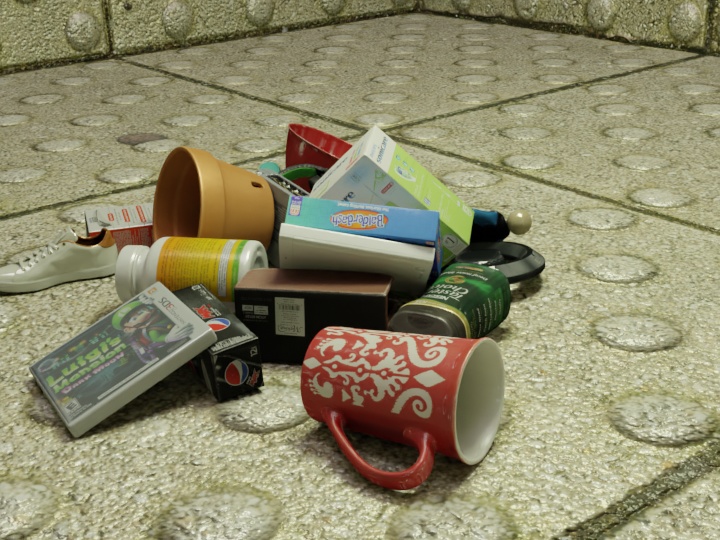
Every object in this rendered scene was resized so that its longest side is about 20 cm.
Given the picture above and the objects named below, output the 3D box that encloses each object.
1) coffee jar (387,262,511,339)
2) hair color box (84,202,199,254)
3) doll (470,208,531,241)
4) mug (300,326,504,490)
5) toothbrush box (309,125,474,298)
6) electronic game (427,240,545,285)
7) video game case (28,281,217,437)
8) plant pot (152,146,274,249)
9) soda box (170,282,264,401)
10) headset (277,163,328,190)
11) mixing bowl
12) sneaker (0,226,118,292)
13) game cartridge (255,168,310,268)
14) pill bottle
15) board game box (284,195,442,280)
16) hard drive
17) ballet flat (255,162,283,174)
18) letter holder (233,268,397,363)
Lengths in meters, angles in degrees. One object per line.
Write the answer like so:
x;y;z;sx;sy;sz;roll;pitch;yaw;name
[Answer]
0.116;0.062;1.383;0.103;0.087;0.200;9;25;26;coffee jar
-0.351;-0.066;1.767;0.197;0.065;0.111;-7;23;-16;hair color box
0.173;-0.070;1.688;0.197;0.049;0.136;-1;-22;24;doll
0.033;0.133;1.155;0.198;0.135;0.177;7;21;30;mug
0.041;-0.080;1.517;0.145;0.199;0.087;-39;19;33;toothbrush box
0.179;-0.007;1.606;0.197;0.042;0.200;-6;14;1;electronic game
-0.293;0.101;1.303;0.199;0.024;0.181;-35;33;-17;video game case
-0.223;-0.083;1.652;0.138;0.203;0.200;4;16;-31;plant pot
-0.191;0.087;1.355;0.063;0.072;0.200;-16;26;-23;soda box
-0.072;-0.101;1.764;0.199;0.095;0.124;28;63;35;headset
-0.058;-0.170;1.904;0.198;0.109;0.200;23;16;-7;mixing bowl
-0.475;-0.024;1.643;0.198;0.086;0.073;-14;26;-24;sneaker
-0.116;-0.069;1.660;0.040;0.135;0.200;-4;22;-28;game cartridge
-0.237;0.010;1.501;0.197;0.113;0.111;3;22;11;pill bottle
0.009;-0.041;1.425;0.197;0.046;0.152;7;-19;9;board game box
-0.008;-0.013;1.401;0.197;0.027;0.132;10;-19;0;hard drive
-0.159;-0.111;1.857;0.068;0.070;0.201;0;38;4;ballet flat
-0.051;0.049;1.409;0.197;0.102;0.142;3;20;10;letter holder
